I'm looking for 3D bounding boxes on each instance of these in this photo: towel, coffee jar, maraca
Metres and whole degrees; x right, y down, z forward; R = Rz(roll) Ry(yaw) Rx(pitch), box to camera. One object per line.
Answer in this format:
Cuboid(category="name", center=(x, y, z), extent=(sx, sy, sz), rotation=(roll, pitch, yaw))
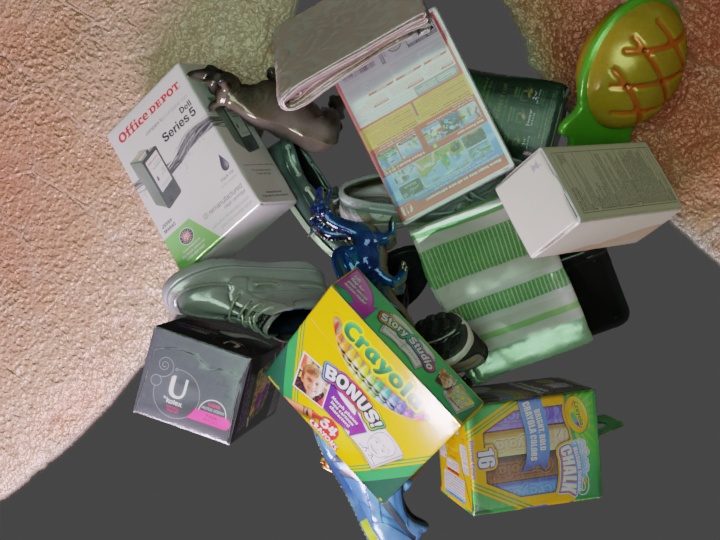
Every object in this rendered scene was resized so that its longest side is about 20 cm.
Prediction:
Cuboid(category="towel", center=(0.156, 0.019, 1.390), extent=(0.151, 0.023, 0.201), rotation=(-21, 106, 12))
Cuboid(category="coffee jar", center=(0.133, -0.184, 1.421), extent=(0.198, 0.085, 0.105), rotation=(16, 95, 11))
Cuboid(category="towel", center=(-0.014, -0.271, 1.402), extent=(0.190, 0.201, 0.032), rotation=(-28, 120, 11))
Cuboid(category="maraca", center=(0.290, -0.208, 1.373), extent=(0.107, 0.136, 0.201), rotation=(45, 116, 50))

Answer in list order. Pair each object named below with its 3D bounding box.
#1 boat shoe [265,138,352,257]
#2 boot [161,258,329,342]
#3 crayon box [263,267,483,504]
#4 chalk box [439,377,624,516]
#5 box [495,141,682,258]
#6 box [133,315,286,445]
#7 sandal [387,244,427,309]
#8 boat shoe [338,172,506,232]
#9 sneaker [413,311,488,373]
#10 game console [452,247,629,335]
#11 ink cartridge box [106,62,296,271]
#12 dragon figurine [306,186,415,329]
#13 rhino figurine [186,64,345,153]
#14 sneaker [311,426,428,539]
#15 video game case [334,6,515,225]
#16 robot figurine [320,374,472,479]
Cuboid(category="boat shoe", center=(-0.043, -0.078, 1.474), extent=(0.062, 0.073, 0.200), rotation=(-45, 79, 15))
Cuboid(category="boot", center=(-0.125, 0.038, 1.433), extent=(0.198, 0.096, 0.074), rotation=(-6, 125, -18))
Cuboid(category="crayon box", center=(0.010, 0.127, 1.343), extent=(0.200, 0.058, 0.173), rotation=(46, 133, 9))
Cuboid(category="chalk box", center=(0.197, 0.193, 1.400), extent=(0.198, 0.124, 0.125), rotation=(-4, 93, -12))
Cuboid(category="box", center=(0.249, -0.079, 1.335), extent=(0.078, 0.199, 0.096), rotation=(-41, 66, 41))
Cuboid(category="box", center=(-0.166, 0.119, 1.447), extent=(0.121, 0.200, 0.107), rotation=(17, 97, 10))
Cuboid(category="sandal", center=(0.015, 0.053, 1.463), extent=(0.075, 0.048, 0.201), rotation=(28, 116, -34))
Cuboid(category="boat shoe", center=(0.073, -0.092, 1.431), extent=(0.200, 0.065, 0.075), rotation=(-7, 67, -1))
Cuboid(category="sneaker", center=(0.055, 0.098, 1.405), extent=(0.199, 0.079, 0.075), rotation=(-8, 64, 39))
Cuboid(category="game console", center=(0.193, -0.003, 1.457), extent=(0.198, 0.117, 0.177), rotation=(-20, 120, 13))
Cuboid(category="ink cartridge box", center=(-0.190, -0.122, 1.464), extent=(0.145, 0.084, 0.201), rotation=(-38, 76, 27))
Cuboid(category="dragon figurine", center=(0.000, 0.000, 1.379), extent=(0.098, 0.059, 0.202), rotation=(-13, 78, -3))
Cuboid(category="rhino figurine", center=(-0.108, -0.194, 1.434), extent=(0.198, 0.088, 0.060), rotation=(19, 126, -21))
Cuboid(category="sneaker", center=(0.009, 0.229, 1.432), extent=(0.078, 0.066, 0.201), rotation=(-29, 90, 6))
Cuboid(category="video game case", center=(0.067, -0.172, 1.383), extent=(0.142, 0.017, 0.201), rotation=(-27, 85, 13))
Cuboid(category="robot figurine", center=(0.045, 0.175, 1.478), extent=(0.144, 0.058, 0.201), rotation=(33, 100, 7))
